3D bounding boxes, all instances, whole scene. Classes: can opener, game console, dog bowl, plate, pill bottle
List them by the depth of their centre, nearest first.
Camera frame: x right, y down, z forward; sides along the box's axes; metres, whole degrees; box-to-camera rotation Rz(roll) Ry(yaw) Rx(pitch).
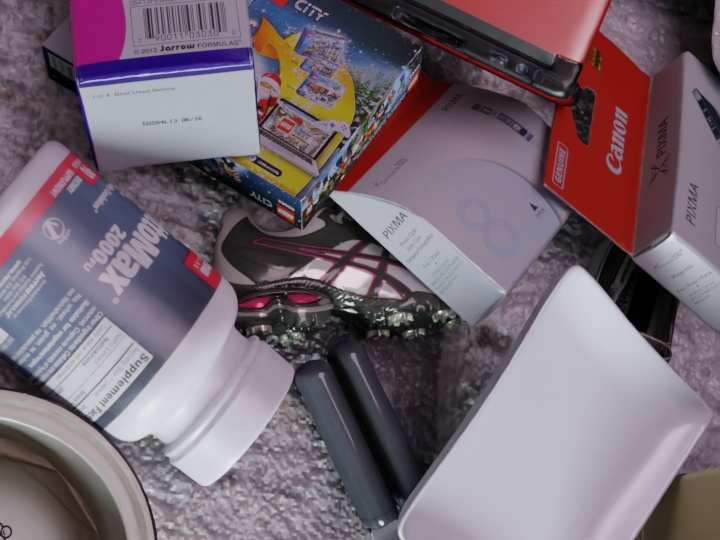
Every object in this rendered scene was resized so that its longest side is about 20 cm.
[{"bbox_3d":[-0.219,0.171,0.962,0.198,0.074,0.202,6,76,-23],"label":"dog bowl"},{"bbox_3d":[-0.142,0.030,1.000,0.200,0.119,0.120,40,66,-10],"label":"pill bottle"},{"bbox_3d":[0.069,-0.200,1.077,0.199,0.172,0.119,27,97,8],"label":"game console"},{"bbox_3d":[0.026,0.141,1.082,0.053,0.067,0.201,-29,98,-25],"label":"can opener"},{"bbox_3d":[0.122,0.122,1.084,0.201,0.032,0.199,-55,131,-9],"label":"plate"}]

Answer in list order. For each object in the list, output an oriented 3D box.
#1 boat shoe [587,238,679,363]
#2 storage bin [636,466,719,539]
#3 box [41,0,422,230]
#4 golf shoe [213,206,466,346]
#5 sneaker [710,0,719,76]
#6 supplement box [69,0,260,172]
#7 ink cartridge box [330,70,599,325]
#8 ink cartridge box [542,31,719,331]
[{"bbox_3d":[0.178,0.060,1.173,0.070,0.064,0.202,20,71,-19],"label":"boat shoe"},{"bbox_3d":[0.270,0.225,1.103,0.093,0.200,0.201,6,76,-22],"label":"storage bin"},{"bbox_3d":[-0.080,-0.131,1.065,0.199,0.038,0.137,31,65,14],"label":"box"},{"bbox_3d":[0.000,0.000,1.100,0.198,0.077,0.089,0,73,-25],"label":"golf shoe"},{"bbox_3d":[0.315,-0.229,1.262,0.146,0.080,0.202,-10,109,-62],"label":"sneaker"},{"bbox_3d":[-0.120,-0.172,1.006,0.100,0.104,0.202,-6,63,-4],"label":"supplement box"},{"bbox_3d":[0.047,-0.082,1.112,0.200,0.047,0.160,43,45,0],"label":"ink cartridge box"},{"bbox_3d":[0.211,-0.082,1.180,0.173,0.043,0.201,38,41,-22],"label":"ink cartridge box"}]
